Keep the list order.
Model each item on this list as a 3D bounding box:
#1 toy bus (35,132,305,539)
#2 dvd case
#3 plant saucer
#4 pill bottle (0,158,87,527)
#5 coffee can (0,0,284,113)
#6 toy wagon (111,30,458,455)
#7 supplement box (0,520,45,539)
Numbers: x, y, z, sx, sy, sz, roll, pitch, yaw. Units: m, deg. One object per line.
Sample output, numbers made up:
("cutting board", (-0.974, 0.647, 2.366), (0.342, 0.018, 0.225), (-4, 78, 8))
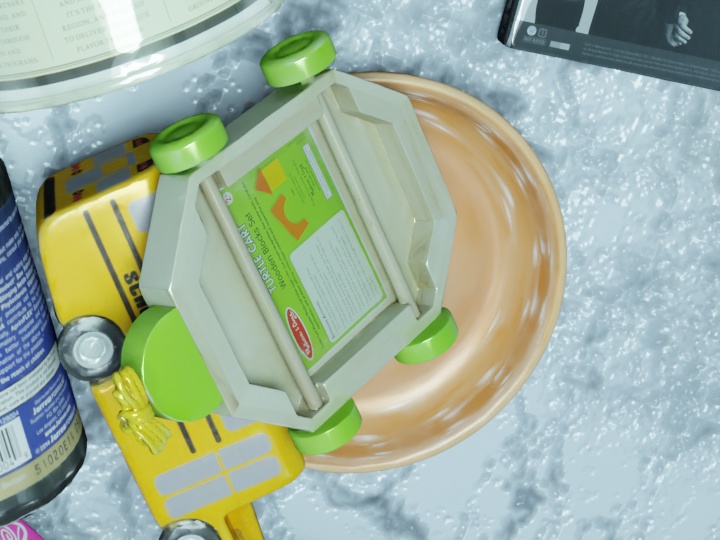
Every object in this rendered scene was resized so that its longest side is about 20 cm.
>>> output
("toy bus", (-0.084, 0.047, 0.788), (0.078, 0.065, 0.201), (-24, 112, -3))
("dvd case", (0.159, -0.188, 0.816), (0.149, 0.025, 0.201), (10, 107, -16))
("plant saucer", (0.000, 0.000, 0.843), (0.199, 0.037, 0.201), (-4, 111, -12))
("pill bottle", (-0.196, 0.009, 0.762), (0.111, 0.112, 0.201), (-15, 112, -7))
("coffee can", (-0.125, -0.183, 0.688), (0.146, 0.146, 0.201), (-19, 113, -5))
("toy wagon", (-0.038, 0.001, 0.743), (0.200, 0.039, 0.156), (-41, 118, -32))
("supplement box", (-0.211, 0.210, 0.806), (0.199, 0.104, 0.101), (-32, 115, 24))
